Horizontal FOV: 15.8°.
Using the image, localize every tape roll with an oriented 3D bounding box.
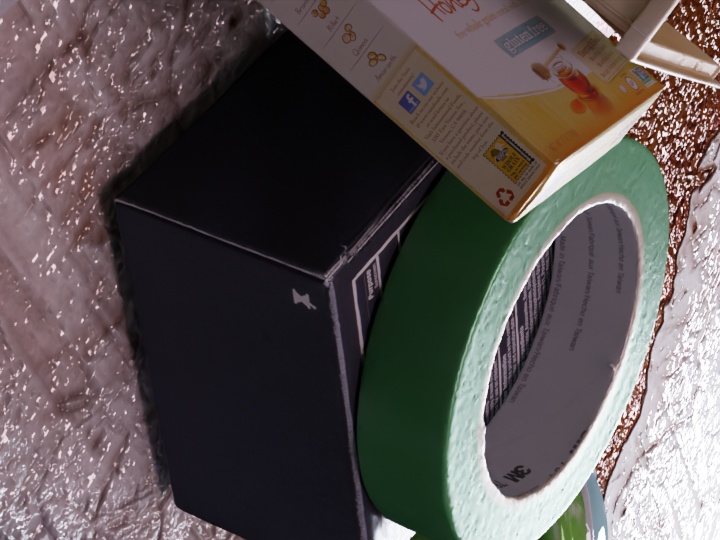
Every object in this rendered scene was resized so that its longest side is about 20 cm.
[{"bbox_3d":[0.072,0.029,1.166,0.200,0.048,0.201,-41,142,-44],"label":"tape roll"}]

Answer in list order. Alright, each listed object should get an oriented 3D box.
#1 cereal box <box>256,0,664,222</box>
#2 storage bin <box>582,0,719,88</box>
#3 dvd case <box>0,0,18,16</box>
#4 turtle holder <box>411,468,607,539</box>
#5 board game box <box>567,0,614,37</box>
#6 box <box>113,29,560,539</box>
[{"bbox_3d":[0.022,-0.114,1.069,0.040,0.200,0.144,-51,173,28],"label":"cereal box"},{"bbox_3d":[0.165,-0.190,1.121,0.200,0.094,0.198,-54,164,12],"label":"storage bin"},{"bbox_3d":[-0.110,-0.198,0.973,0.200,0.025,0.151,-48,146,-35],"label":"dvd case"},{"bbox_3d":[0.077,0.162,1.400,0.132,0.141,0.186,-5,68,-59],"label":"turtle holder"},{"bbox_3d":[0.100,-0.164,1.259,0.151,0.046,0.200,-43,161,-16],"label":"board game box"},{"bbox_3d":[0.000,0.000,1.197,0.198,0.123,0.200,-48,146,-37],"label":"box"}]
